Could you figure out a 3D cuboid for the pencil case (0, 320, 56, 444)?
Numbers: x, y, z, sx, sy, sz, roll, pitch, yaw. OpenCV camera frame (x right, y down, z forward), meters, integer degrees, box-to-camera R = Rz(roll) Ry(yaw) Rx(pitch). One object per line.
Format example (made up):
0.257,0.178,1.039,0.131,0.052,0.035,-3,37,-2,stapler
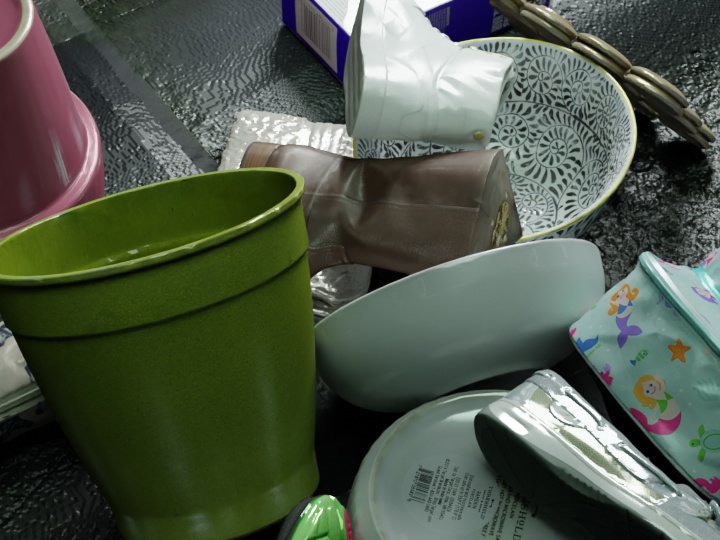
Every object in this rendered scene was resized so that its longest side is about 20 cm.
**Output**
-0.207,0.064,1.200,0.200,0.078,0.089,-28,35,-24,pencil case

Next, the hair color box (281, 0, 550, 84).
0.047,-0.229,1.484,0.200,0.065,0.109,-26,54,-21,hair color box

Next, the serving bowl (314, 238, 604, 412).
0.068,0.047,1.167,0.200,0.200,0.066,-14,74,-14,serving bowl

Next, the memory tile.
0.178,-0.160,1.385,0.200,0.153,0.017,36,94,25,memory tile

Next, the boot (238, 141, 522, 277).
0.000,0.000,1.205,0.200,0.064,0.186,7,75,22,boot

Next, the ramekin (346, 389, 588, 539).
0.081,0.166,1.105,0.200,0.105,0.200,1,49,-1,ramekin

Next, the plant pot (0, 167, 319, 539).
-0.110,0.059,1.111,0.200,0.193,0.200,-12,15,3,plant pot

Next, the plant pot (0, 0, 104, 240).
-0.286,-0.113,1.289,0.200,0.179,0.200,1,47,-1,plant pot

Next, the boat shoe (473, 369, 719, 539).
0.154,0.127,1.026,0.065,0.074,0.202,-38,53,-25,boat shoe

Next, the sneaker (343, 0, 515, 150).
0.050,-0.145,1.287,0.116,0.074,0.200,10,37,-8,sneaker

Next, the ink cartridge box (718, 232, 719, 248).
0.304,-0.078,1.265,0.094,0.200,0.044,-24,46,-21,ink cartridge box

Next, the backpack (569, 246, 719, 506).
0.227,0.068,1.110,0.200,0.151,0.178,18,29,-53,backpack

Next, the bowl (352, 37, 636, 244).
0.098,-0.066,1.312,0.201,0.094,0.201,-4,49,5,bowl

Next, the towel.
-0.049,-0.043,1.333,0.132,0.034,0.200,8,48,4,towel

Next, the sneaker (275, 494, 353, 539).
-0.071,0.213,1.040,0.084,0.077,0.200,23,79,33,sneaker
